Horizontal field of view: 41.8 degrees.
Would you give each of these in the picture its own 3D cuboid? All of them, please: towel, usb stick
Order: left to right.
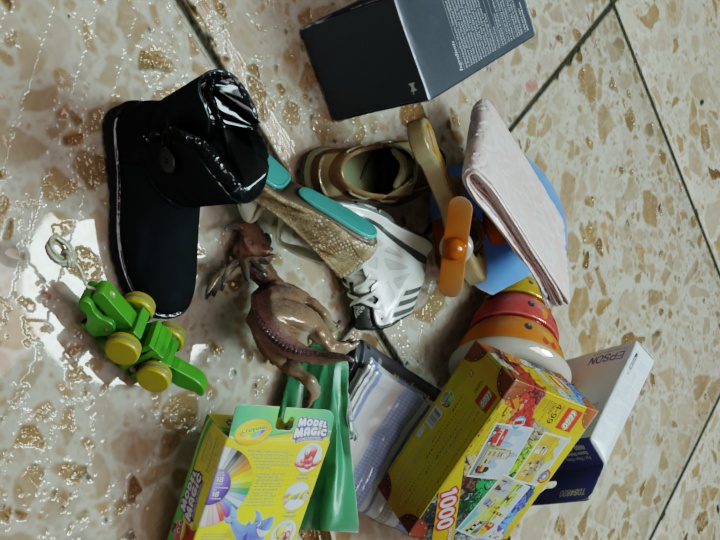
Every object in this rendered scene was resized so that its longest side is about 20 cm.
[{"bbox_3d":[0.036,0.200,1.032,0.199,0.024,0.148,37,82,-37],"label":"towel"},{"bbox_3d":[0.050,0.140,1.063,0.199,0.032,0.056,35,67,-36],"label":"usb stick"},{"bbox_3d":[0.173,-0.078,1.051,0.192,0.032,0.201,54,24,-20],"label":"towel"}]

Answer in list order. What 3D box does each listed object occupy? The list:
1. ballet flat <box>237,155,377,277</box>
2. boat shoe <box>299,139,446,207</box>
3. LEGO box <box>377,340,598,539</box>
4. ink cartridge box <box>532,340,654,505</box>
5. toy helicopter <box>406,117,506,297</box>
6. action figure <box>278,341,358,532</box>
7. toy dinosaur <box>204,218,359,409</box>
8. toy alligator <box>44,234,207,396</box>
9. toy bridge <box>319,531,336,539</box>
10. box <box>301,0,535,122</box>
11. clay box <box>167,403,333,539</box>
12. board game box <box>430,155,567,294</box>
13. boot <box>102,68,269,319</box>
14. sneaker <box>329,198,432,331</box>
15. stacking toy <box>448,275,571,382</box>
[{"bbox_3d":[-0.077,-0.061,0.896,0.199,0.066,0.070,36,22,6],"label":"ballet flat"},{"bbox_3d":[0.028,-0.103,1.017,0.198,0.073,0.077,-14,99,-42],"label":"boat shoe"},{"bbox_3d":[0.135,0.193,1.011,0.148,0.077,0.202,22,106,-38],"label":"LEGO box"},{"bbox_3d":[0.235,0.186,1.125,0.041,0.199,0.201,42,59,-12],"label":"ink cartridge box"},{"bbox_3d":[0.091,-0.066,0.991,0.133,0.078,0.202,-78,147,-49],"label":"toy helicopter"},{"bbox_3d":[-0.043,0.155,0.945,0.055,0.116,0.204,34,57,-62],"label":"action figure"},{"bbox_3d":[-0.079,0.040,0.869,0.086,0.200,0.136,-41,119,-1],"label":"toy dinosaur"},{"bbox_3d":[-0.210,0.048,0.808,0.200,0.054,0.060,49,32,-31],"label":"toy alligator"},{"bbox_3d":[-0.051,0.335,0.969,0.067,0.027,0.204,15,80,-42],"label":"toy bridge"},{"bbox_3d":[0.063,-0.254,1.003,0.199,0.147,0.109,-37,113,-37],"label":"box"},{"bbox_3d":[-0.104,0.208,0.860,0.114,0.047,0.203,11,103,-39],"label":"clay box"},{"bbox_3d":[0.162,-0.060,1.159,0.198,0.039,0.160,-25,85,-31],"label":"board game box"},{"bbox_3d":[-0.144,-0.056,0.794,0.076,0.167,0.204,-13,99,-41],"label":"boot"},{"bbox_3d":[0.000,0.000,0.989,0.199,0.075,0.118,21,74,-43],"label":"sneaker"},{"bbox_3d":[0.188,0.055,1.152,0.146,0.145,0.203,41,46,-34],"label":"stacking toy"}]
